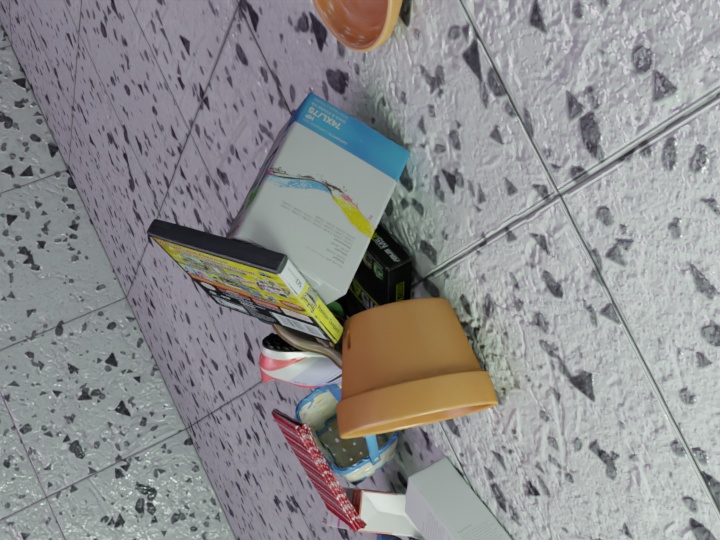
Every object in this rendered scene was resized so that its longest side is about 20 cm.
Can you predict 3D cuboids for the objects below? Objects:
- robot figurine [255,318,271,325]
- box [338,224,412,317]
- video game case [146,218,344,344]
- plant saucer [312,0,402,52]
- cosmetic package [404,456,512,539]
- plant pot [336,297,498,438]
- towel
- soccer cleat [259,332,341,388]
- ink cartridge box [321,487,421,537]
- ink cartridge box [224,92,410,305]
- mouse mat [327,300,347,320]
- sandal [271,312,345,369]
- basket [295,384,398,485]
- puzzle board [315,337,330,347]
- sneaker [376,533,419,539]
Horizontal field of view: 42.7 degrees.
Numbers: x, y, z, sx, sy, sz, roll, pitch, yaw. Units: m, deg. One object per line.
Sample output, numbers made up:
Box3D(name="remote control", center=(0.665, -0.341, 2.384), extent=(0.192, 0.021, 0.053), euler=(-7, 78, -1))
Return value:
Box3D(name="robot figurine", center=(-0.159, 0.023, 1.583), extent=(0.200, 0.124, 0.151), euler=(17, 124, 60))
Box3D(name="box", center=(0.000, 0.000, 1.310), extent=(0.200, 0.047, 0.194), euler=(48, 151, 36))
Box3D(name="video game case", center=(-0.135, 0.014, 1.104), extent=(0.199, 0.026, 0.181), euler=(16, 158, 30))
Box3D(name="plant saucer", center=(-0.009, -0.345, 1.018), extent=(0.200, 0.037, 0.201), euler=(48, 151, 36))
Box3D(name="cosmetic package", center=(0.148, 0.380, 1.317), extent=(0.200, 0.071, 0.102), euler=(49, 152, 35))
Box3D(name="plant pot", center=(0.059, 0.118, 1.140), extent=(0.200, 0.198, 0.141), euler=(139, 122, -66))
Box3D(name="towel", center=(-0.067, 0.310, 1.441), extent=(0.201, 0.022, 0.144), euler=(61, 161, -12))
Box3D(name="soccer cleat", center=(-0.054, 0.146, 1.389), extent=(0.068, 0.198, 0.074), euler=(-89, 8, -65))
Box3D(name="ink cartridge box", center=(0.016, 0.404, 1.551), extent=(0.200, 0.116, 0.068), euler=(152, 126, -66))
Box3D(name="ink cartridge box", center=(-0.061, -0.076, 1.122), extent=(0.145, 0.201, 0.147), euler=(29, 160, -13))
Box3D(name="mouse mat", center=(-0.078, 0.081, 1.448), extent=(0.160, 0.008, 0.201), euler=(19, 148, 24))
Box3D(name="sandal", center=(-0.043, 0.093, 1.351), extent=(0.199, 0.080, 0.054), euler=(27, 120, 30))
Box3D(name="basket", center=(-0.022, 0.241, 1.468), extent=(0.176, 0.139, 0.201), euler=(46, 158, 38))
Box3D(name="puzzle board", center=(-0.069, 0.000, 1.261), extent=(0.151, 0.017, 0.202), euler=(76, -174, -80))
Box3D(name="sneaker", center=(0.086, 0.480, 1.497), extent=(0.200, 0.075, 0.079), euler=(-21, 48, 61))
